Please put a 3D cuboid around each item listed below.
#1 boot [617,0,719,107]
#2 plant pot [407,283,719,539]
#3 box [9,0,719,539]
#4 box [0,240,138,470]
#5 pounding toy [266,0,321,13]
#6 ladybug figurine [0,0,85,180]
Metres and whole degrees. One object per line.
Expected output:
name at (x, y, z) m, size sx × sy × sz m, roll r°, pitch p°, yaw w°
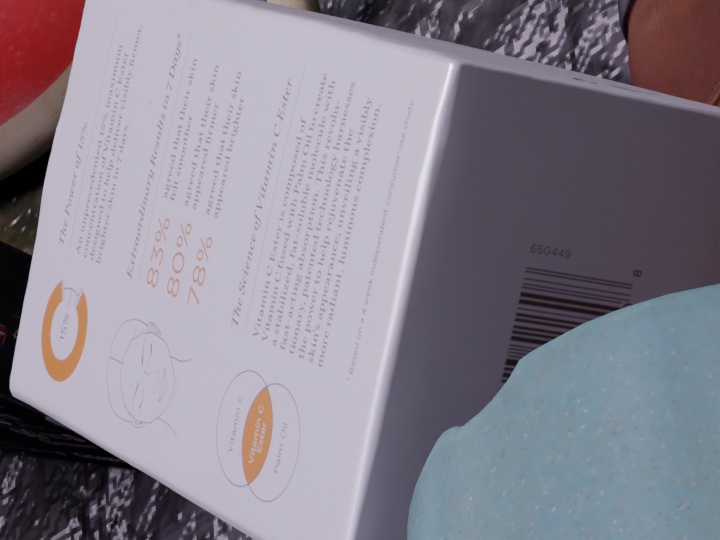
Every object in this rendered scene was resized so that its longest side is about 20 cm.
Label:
boot at (0.136, -0.045, 0.669) m, size 0.188 × 0.068 × 0.200 m, roll -33°, pitch 48°, yaw 34°
plant pot at (0.088, 0.119, 0.547) m, size 0.200 × 0.200 × 0.196 m, roll -37°, pitch 38°, yaw 31°
box at (0.000, 0.000, 0.741) m, size 0.200 × 0.097 × 0.125 m, roll 22°, pitch 101°, yaw 58°
box at (-0.163, 0.013, 0.911) m, size 0.200 × 0.159 × 0.046 m, roll 3°, pitch 71°, yaw 51°
pounding toy at (-0.036, -0.193, 0.881) m, size 0.200 × 0.184 × 0.142 m, roll -51°, pitch 28°, yaw 16°
ladybug figurine at (-0.134, -0.102, 1.011) m, size 0.200 × 0.072 × 0.136 m, roll -38°, pitch 45°, yaw 30°
